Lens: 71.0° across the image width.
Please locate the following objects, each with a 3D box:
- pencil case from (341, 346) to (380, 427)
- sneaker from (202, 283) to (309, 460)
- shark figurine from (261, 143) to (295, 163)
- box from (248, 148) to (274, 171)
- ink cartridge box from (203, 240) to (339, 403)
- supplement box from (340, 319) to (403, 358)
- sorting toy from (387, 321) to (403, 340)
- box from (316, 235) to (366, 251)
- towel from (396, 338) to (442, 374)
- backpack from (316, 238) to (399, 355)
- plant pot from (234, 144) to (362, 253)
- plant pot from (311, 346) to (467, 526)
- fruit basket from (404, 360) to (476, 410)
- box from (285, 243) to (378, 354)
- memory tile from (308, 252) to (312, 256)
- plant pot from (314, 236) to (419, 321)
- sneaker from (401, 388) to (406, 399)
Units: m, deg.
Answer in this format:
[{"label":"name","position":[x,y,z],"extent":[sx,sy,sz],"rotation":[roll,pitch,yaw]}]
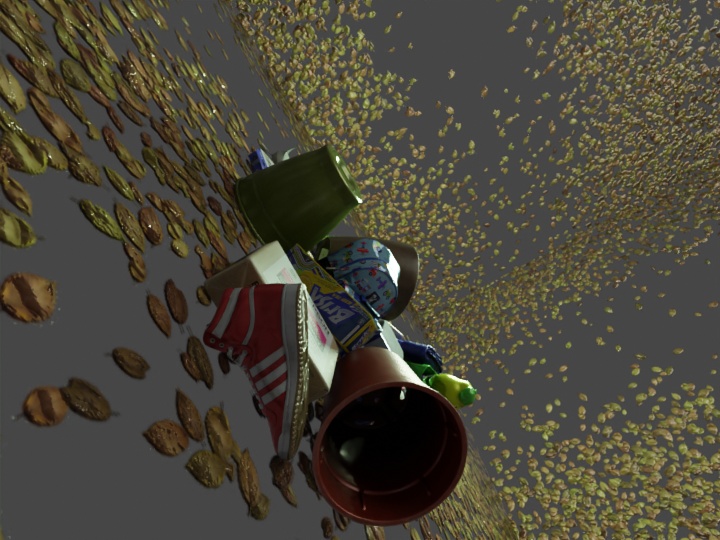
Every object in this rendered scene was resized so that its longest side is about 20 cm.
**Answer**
[{"label":"pencil case","position":[-0.002,0.204,0.925],"extent":[0.200,0.077,0.088],"rotation":[-83,173,-78]},{"label":"sneaker","position":[-0.118,0.113,0.576],"extent":[0.071,0.112,0.202],"rotation":[-44,136,-85]},{"label":"shark figurine","position":[-0.206,-0.303,1.400],"extent":[0.128,0.089,0.215],"rotation":[55,7,-31]},{"label":"box","position":[-0.204,-0.205,1.224],"extent":[0.120,0.041,0.200],"rotation":[66,11,29]},{"label":"ink cartridge box","position":[-0.111,0.069,0.698],"extent":[0.201,0.075,0.165],"rotation":[60,8,-9]},{"label":"supplement box","position":[0.031,0.187,1.141],"extent":[0.104,0.101,0.200],"rotation":[61,8,-3]},{"label":"sorting toy","position":[0.011,0.100,1.353],"extent":[0.185,0.037,0.200],"rotation":[43,0,-36]},{"label":"box","position":[-0.046,-0.046,1.342],"extent":[0.200,0.143,0.037],"rotation":[-102,-164,-69]},{"label":"towel","position":[0.110,0.209,1.326],"extent":[0.050,0.199,0.148],"rotation":[-65,146,-23]},{"label":"backpack","position":[-0.013,0.045,0.976],"extent":[0.183,0.199,0.135],"rotation":[56,9,-40]},{"label":"plant pot","position":[-0.107,-0.143,0.992],"extent":[0.201,0.192,0.201],"rotation":[57,12,-19]},{"label":"plant pot","position":[0.026,0.213,0.726],"extent":[0.202,0.200,0.195],"rotation":[59,-1,-14]},{"label":"fruit basket","position":[0.177,0.317,1.263],"extent":[0.215,0.156,0.216],"rotation":[31,-12,7]},{"label":"box","position":[-0.063,0.048,0.848],"extent":[0.200,0.070,0.064],"rotation":[43,-11,26]},{"label":"memory tile","position":[-0.140,-0.047,1.163],"extent":[0.201,0.017,0.153],"rotation":[62,7,3]},{"label":"plant pot","position":[0.000,0.000,1.149],"extent":[0.199,0.188,0.187],"rotation":[18,28,-23]},{"label":"sneaker","position":[0.070,0.323,1.055],"extent":[0.074,0.081,0.200],"rotation":[24,25,-26]}]
